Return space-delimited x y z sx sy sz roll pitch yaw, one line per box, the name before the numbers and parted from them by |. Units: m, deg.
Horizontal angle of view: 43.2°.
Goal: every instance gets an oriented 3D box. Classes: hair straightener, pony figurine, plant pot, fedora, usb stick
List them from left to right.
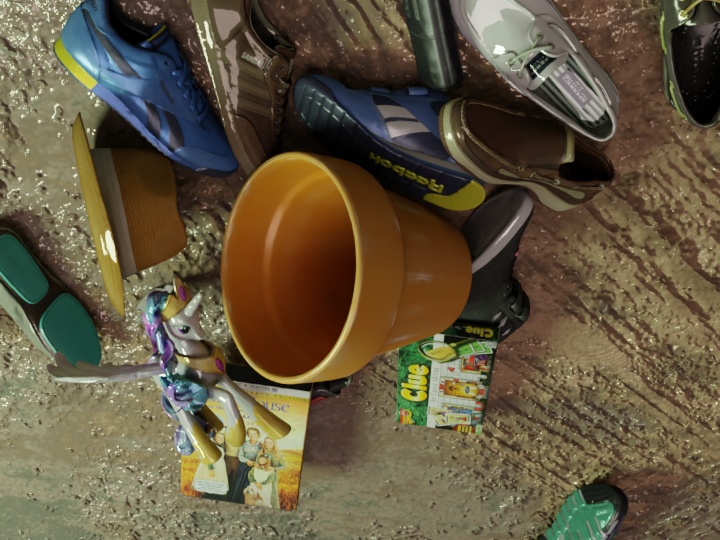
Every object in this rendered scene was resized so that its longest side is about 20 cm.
fedora | -0.208 -0.057 0.833 0.081 0.201 0.201 -13 128 -14
pony figurine | -0.184 0.095 0.908 0.192 0.167 0.201 -6 121 40
hair straightener | -0.099 0.144 1.057 0.199 0.041 0.077 -21 123 23
plant pot | 0.000 0.000 0.849 0.183 0.201 0.200 2 135 -42
usb stick | 0.050 -0.244 0.759 0.032 0.055 0.201 -27 126 -13

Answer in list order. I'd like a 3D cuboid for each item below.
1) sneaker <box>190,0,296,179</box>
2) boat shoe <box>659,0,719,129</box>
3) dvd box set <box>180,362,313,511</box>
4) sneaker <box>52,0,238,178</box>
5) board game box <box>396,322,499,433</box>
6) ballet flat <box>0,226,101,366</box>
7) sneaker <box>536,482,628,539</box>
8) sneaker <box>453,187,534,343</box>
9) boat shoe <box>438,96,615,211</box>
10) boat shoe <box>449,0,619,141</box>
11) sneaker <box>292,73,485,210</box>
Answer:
sneaker | -0.089 -0.167 0.809 0.075 0.071 0.201 -10 127 8
boat shoe | 0.287 -0.217 0.766 0.071 0.061 0.202 -11 126 10
dvd box set | -0.135 0.195 1.060 0.145 0.029 0.201 9 125 -1
sneaker | -0.175 -0.163 0.818 0.078 0.066 0.200 -39 117 22
board game box | 0.092 0.120 1.010 0.104 0.024 0.201 9 143 9
ballet flat | -0.352 0.034 0.982 0.063 0.068 0.201 0 132 37
sneaker | 0.303 0.340 1.190 0.087 0.075 0.200 7 136 -24
sneaker | 0.144 0.001 0.932 0.099 0.071 0.200 20 131 -15
boat shoe | 0.155 -0.112 0.806 0.075 0.075 0.202 -16 159 43
boat shoe | 0.157 -0.188 0.788 0.199 0.067 0.074 31 122 -20
sneaker | 0.033 -0.131 0.836 0.199 0.083 0.074 28 157 -4
